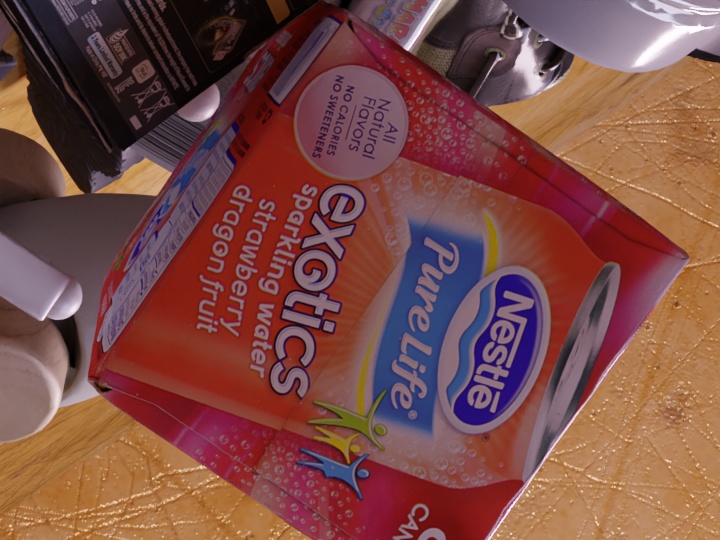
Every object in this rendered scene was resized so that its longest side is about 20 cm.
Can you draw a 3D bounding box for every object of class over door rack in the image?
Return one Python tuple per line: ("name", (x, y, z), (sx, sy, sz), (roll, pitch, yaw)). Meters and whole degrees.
("over door rack", (-0.061, -0.059, 0.796), (0.148, 0.067, 0.200), (-57, -165, -2))

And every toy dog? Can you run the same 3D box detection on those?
("toy dog", (-0.051, 0.019, 0.920), (0.096, 0.200, 0.132), (82, 27, -49))

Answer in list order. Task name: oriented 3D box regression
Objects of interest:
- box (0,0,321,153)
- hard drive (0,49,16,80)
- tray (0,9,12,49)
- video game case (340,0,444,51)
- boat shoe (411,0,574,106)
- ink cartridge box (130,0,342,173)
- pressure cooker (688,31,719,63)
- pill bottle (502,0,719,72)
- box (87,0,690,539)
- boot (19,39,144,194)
("box", (-0.025, -0.125, 0.599), (0.161, 0.049, 0.200), (-36, 154, -3))
("hard drive", (-0.208, -0.013, 0.904), (0.200, 0.042, 0.135), (-38, 175, 16))
("tray", (-0.106, -0.042, 0.699), (0.200, 0.022, 0.107), (-66, -175, -33))
("video game case", (0.039, -0.133, 0.934), (0.182, 0.023, 0.200), (-56, -175, 22))
("boat shoe", (0.049, -0.092, 1.072), (0.201, 0.066, 0.072), (-49, -169, 51))
("ink cartridge box", (-0.010, -0.130, 0.970), (0.200, 0.050, 0.109), (-60, -175, -22))
("pressure cooker", (0.170, -0.183, 1.045), (0.179, 0.176, 0.200), (-41, -176, -31))
("pill bottle", (0.113, -0.140, 0.723), (0.200, 0.114, 0.114), (-40, 173, 40))
("box", (0.000, 0.000, 0.722), (0.100, 0.095, 0.200), (-55, -173, 3))
("boot", (-0.025, -0.109, 1.087), (0.200, 0.066, 0.165), (-31, -177, -11))
